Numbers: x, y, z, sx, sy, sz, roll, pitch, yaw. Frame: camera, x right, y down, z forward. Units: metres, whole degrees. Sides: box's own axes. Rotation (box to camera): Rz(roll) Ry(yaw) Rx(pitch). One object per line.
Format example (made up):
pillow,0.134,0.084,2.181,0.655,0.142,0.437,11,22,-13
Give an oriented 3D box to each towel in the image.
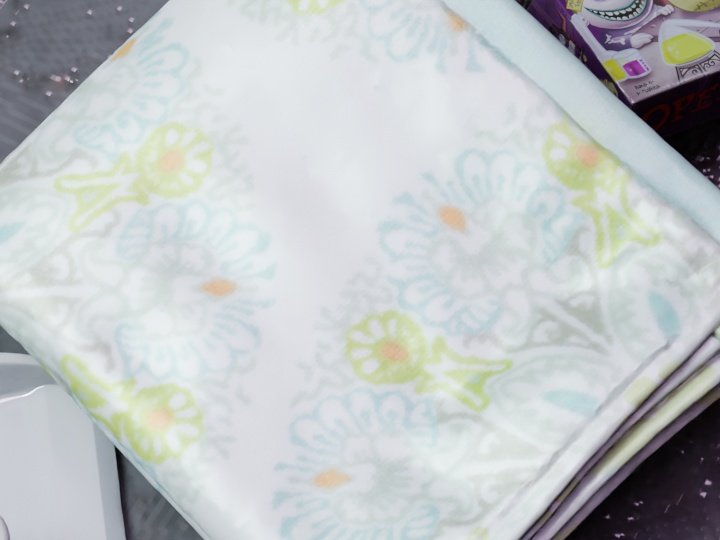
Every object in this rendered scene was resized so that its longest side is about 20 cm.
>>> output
towel,0.000,0.000,0.820,0.171,0.048,0.200,-43,73,-7

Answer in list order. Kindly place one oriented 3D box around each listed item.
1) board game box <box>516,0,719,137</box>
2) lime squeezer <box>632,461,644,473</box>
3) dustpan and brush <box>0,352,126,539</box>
board game box,0.135,-0.117,0.905,0.200,0.032,0.120,-21,56,-22
lime squeezer,0.065,-0.039,0.876,0.071,0.038,0.200,8,59,8
dustpan and brush,-0.165,0.089,0.797,0.200,0.057,0.140,-9,59,-3
